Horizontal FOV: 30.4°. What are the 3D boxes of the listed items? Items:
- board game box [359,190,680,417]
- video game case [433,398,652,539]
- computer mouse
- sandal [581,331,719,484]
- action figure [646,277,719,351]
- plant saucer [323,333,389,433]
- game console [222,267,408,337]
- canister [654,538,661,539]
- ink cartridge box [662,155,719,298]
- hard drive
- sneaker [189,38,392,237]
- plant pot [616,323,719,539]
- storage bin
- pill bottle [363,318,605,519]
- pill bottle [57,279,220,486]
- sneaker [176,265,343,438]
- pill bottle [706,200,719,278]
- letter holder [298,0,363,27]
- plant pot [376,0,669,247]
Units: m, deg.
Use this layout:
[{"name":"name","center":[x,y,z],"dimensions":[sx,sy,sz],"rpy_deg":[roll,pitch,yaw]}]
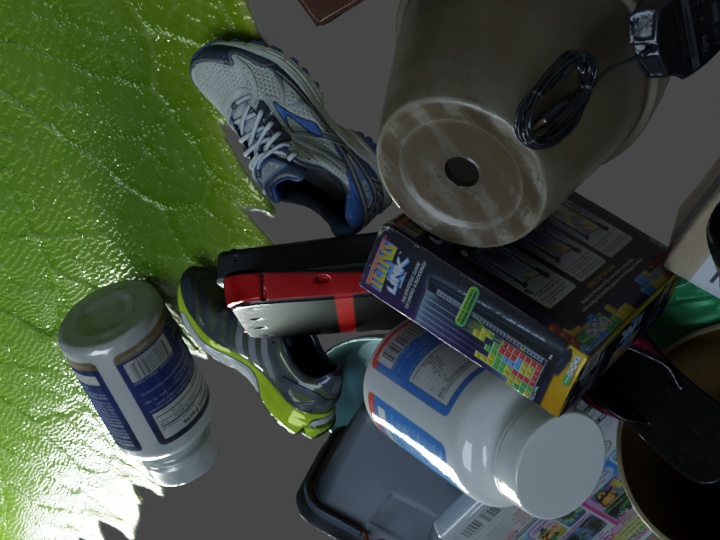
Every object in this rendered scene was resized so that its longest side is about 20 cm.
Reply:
[{"name":"board game box","center":[0.120,0.002,0.936],"dimensions":[0.164,0.199,0.057],"rpy_deg":[32,122,20]},{"name":"video game case","center":[0.188,0.184,1.111],"dimensions":[0.181,0.024,0.200],"rpy_deg":[33,108,-34]},{"name":"computer mouse","center":[0.163,-0.133,0.827],"dimensions":[0.034,0.199,0.059],"rpy_deg":[22,136,50]},{"name":"sandal","center":[0.196,0.079,0.977],"dimensions":[0.200,0.045,0.076],"rpy_deg":[40,102,34]},{"name":"action figure","center":[0.219,0.034,1.045],"dimensions":[0.198,0.055,0.119],"rpy_deg":[-18,118,32]},{"name":"plant saucer","center":[0.051,0.127,1.246],"dimensions":[0.198,0.036,0.201],"rpy_deg":[16,135,16]},{"name":"game console","center":[-0.018,0.025,1.084],"dimensions":[0.175,0.031,0.200],"rpy_deg":[-5,170,0]},{"name":"canister","center":[0.364,0.300,1.189],"dimensions":[0.199,0.087,0.149],"rpy_deg":[-16,121,38]},{"name":"ink cartridge box","center":[0.334,-0.025,0.906],"dimensions":[0.199,0.075,0.165],"rpy_deg":[29,137,3]},{"name":"hard drive","center":[0.000,0.000,1.102],"dimensions":[0.198,0.033,0.139],"rpy_deg":[-6,167,34]},{"name":"sneaker","center":[-0.059,-0.103,1.056],"dimensions":[0.199,0.085,0.077],"rpy_deg":[38,138,-6]},{"name":"plant pot","center":[0.310,0.166,1.034],"dimensions":[0.184,0.188,0.200],"rpy_deg":[6,156,26]},{"name":"storage bin","center":[0.057,0.184,1.179],"dimensions":[0.198,0.146,0.135],"rpy_deg":[26,128,5]},{"name":"pill bottle","center":[0.095,0.114,1.022],"dimensions":[0.200,0.112,0.113],"rpy_deg":[30,153,56]},{"name":"pill bottle","center":[-0.215,0.118,1.339],"dimensions":[0.110,0.111,0.201],"rpy_deg":[0,129,30]},{"name":"sneaker","center":[-0.087,0.058,1.224],"dimensions":[0.200,0.074,0.081],"rpy_deg":[41,129,12]},{"name":"pill bottle","center":[0.301,0.036,0.844],"dimensions":[0.111,0.112,0.201],"rpy_deg":[-7,126,35]},{"name":"letter holder","center":[-0.021,-0.287,0.850],"dimensions":[0.141,0.101,0.200],"rpy_deg":[-22,116,40]},{"name":"plant pot","center":[0.095,-0.116,0.889],"dimensions":[0.198,0.174,0.201],"rpy_deg":[16,135,16]}]
